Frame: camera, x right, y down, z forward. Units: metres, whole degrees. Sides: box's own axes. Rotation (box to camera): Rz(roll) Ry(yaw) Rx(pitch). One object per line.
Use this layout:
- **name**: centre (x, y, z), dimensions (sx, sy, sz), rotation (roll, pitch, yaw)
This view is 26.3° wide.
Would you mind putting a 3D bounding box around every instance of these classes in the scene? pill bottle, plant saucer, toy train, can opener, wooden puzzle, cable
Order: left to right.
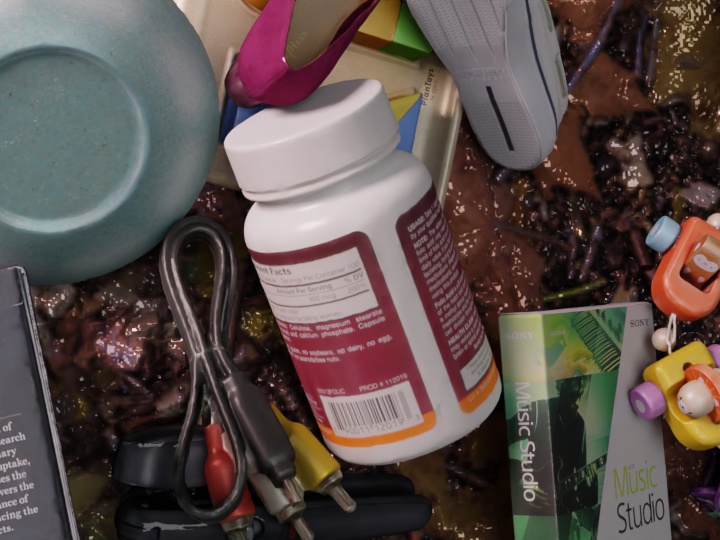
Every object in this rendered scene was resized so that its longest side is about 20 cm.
- **plant saucer**: centre (-0.174, -0.077, 0.860), dimensions (0.200, 0.039, 0.202), rotation (-6, 114, -13)
- **cable**: centre (-0.084, 0.069, 0.888), dimensions (0.097, 0.050, 0.200), rotation (-21, 70, -19)
- **can opener**: centre (-0.050, 0.140, 0.914), dimensions (0.199, 0.063, 0.079), rotation (7, 115, -20)
- **wooden puzzle**: centre (-0.025, -0.133, 0.947), dimensions (0.199, 0.046, 0.186), rotation (14, 84, -16)
- **pill bottle**: centre (0.000, 0.000, 0.890), dimensions (0.114, 0.114, 0.201), rotation (-26, 110, -17)
- **toy train**: centre (0.255, 0.055, 0.971), dimensions (0.200, 0.056, 0.150), rotation (37, 69, -2)

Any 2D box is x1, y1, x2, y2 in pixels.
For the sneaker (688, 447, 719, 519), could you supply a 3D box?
- **sneaker**: centre (0.263, 0.171, 1.017), dimensions (0.087, 0.074, 0.201), rotation (-10, 79, -7)

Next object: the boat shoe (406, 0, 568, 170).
- **boat shoe**: centre (0.079, -0.156, 0.943), dimensions (0.067, 0.073, 0.200), rotation (-56, 142, -36)

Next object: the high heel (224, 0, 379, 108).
- **high heel**: centre (-0.003, -0.174, 0.884), dimensions (0.067, 0.096, 0.200), rotation (34, 77, -17)

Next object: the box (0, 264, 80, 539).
- **box**: centre (-0.218, 0.106, 0.793), dimensions (0.123, 0.200, 0.197), rotation (-10, 90, -17)

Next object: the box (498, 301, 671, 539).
- **box**: centre (0.143, 0.122, 0.955), dimensions (0.144, 0.036, 0.201), rotation (-3, 87, -53)
